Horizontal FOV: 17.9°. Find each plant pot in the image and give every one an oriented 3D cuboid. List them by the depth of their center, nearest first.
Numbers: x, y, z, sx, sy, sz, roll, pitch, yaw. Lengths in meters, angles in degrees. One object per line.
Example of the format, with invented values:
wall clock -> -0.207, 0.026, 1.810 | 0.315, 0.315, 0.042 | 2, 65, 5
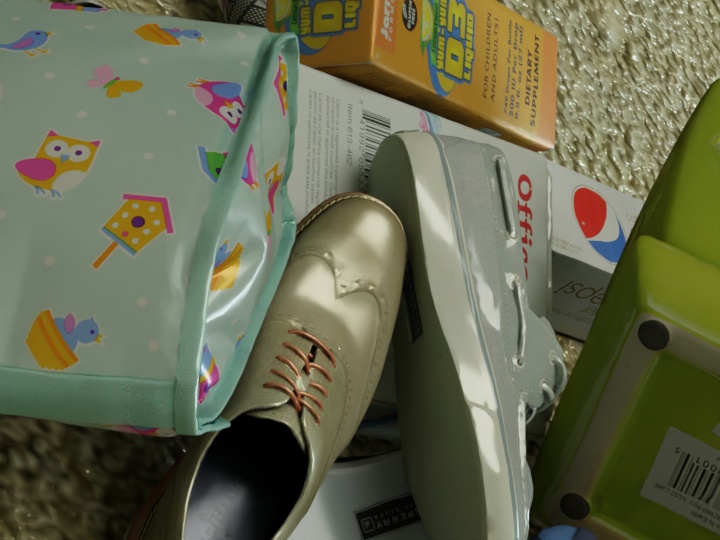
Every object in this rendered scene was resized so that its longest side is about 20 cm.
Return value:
plant pot -> 0.198, 0.059, 1.105 | 0.199, 0.200, 0.182 | 27, 36, 10

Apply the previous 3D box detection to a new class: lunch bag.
lunch bag -> -0.119, -0.010, 0.866 | 0.200, 0.169, 0.122 | -76, 171, -52

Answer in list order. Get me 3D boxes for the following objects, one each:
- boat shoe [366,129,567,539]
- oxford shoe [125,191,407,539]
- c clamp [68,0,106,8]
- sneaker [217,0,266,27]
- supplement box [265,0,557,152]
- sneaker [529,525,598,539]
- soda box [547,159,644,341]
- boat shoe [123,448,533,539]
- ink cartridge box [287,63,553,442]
boat shoe -> 0.055, 0.033, 0.992 | 0.071, 0.070, 0.202 | -2, 71, -24
oxford shoe -> -0.026, 0.053, 0.929 | 0.071, 0.074, 0.201 | 28, 71, -11
c clamp -> -0.156, -0.179, 1.103 | 0.170, 0.027, 0.201 | 29, 42, -39
sneaker -> 0.001, -0.085, 1.208 | 0.199, 0.078, 0.141 | 21, 52, -39
supplement box -> 0.027, -0.105, 1.117 | 0.200, 0.068, 0.067 | 15, 75, -58
sneaker -> 0.036, 0.166, 1.001 | 0.082, 0.074, 0.200 | 27, 41, 24
soda box -> 0.133, -0.005, 1.322 | 0.200, 0.064, 0.068 | 20, 48, -46
boat shoe -> -0.021, 0.111, 1.007 | 0.199, 0.068, 0.074 | -17, 86, -32
ink cartridge box -> 0.000, 0.000, 1.081 | 0.199, 0.083, 0.147 | 16, 70, -48
